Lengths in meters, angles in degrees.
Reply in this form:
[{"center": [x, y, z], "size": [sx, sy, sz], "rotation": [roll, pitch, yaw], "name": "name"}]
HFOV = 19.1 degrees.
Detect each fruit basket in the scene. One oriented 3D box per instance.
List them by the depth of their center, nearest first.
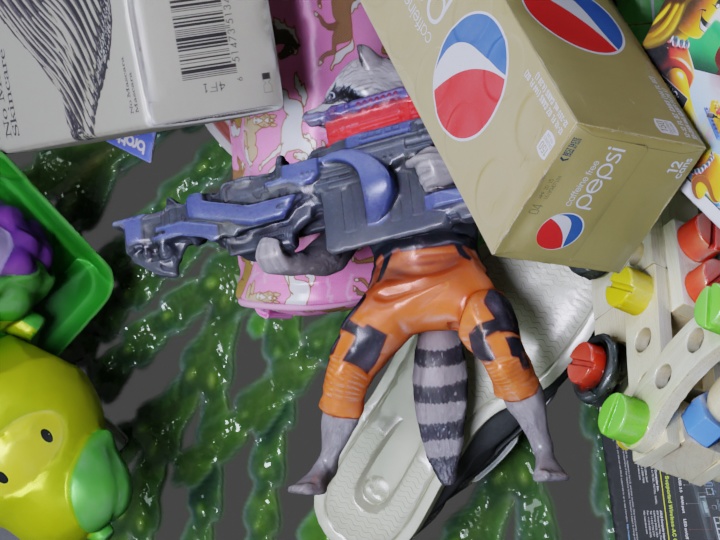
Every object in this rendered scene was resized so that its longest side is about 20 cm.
[{"center": [-0.206, 0.055, 1.063], "size": [0.215, 0.156, 0.216], "rotation": [-15, 52, 19], "name": "fruit basket"}]

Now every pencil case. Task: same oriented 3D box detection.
[{"center": [-0.027, -0.076, 1.006], "size": [0.087, 0.083, 0.201], "rotation": [-170, 73, -73], "name": "pencil case"}]

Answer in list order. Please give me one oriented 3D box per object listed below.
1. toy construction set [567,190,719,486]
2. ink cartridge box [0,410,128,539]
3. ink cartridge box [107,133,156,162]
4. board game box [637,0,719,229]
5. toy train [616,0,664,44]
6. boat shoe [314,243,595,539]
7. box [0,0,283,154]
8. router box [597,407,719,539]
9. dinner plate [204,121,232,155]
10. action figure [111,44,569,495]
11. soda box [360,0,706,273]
[{"center": [0.144, 0.003, 0.853], "size": [0.092, 0.200, 0.131], "rotation": [31, 138, -17], "name": "toy construction set"}, {"center": [-0.249, 0.071, 1.185], "size": [0.144, 0.084, 0.200], "rotation": [-45, 65, -3], "name": "ink cartridge box"}, {"center": [-0.116, -0.168, 1.085], "size": [0.119, 0.042, 0.200], "rotation": [26, 109, 31], "name": "ink cartridge box"}, {"center": [0.176, -0.054, 0.749], "size": [0.200, 0.035, 0.126], "rotation": [51, 125, 44], "name": "board game box"}, {"center": [0.125, -0.160, 0.921], "size": [0.042, 0.056, 0.201], "rotation": [-3, 94, 37], "name": "toy train"}, {"center": [0.055, 0.048, 0.999], "size": [0.072, 0.068, 0.200], "rotation": [43, 107, 16], "name": "boat shoe"}, {"center": [-0.112, -0.100, 0.978], "size": [0.200, 0.068, 0.082], "rotation": [-4, 96, 62], "name": "box"}, {"center": [0.189, 0.130, 0.911], "size": [0.150, 0.062, 0.201], "rotation": [-5, 93, 38], "name": "router box"}, {"center": [-0.017, -0.137, 1.053], "size": [0.200, 0.024, 0.201], "rotation": [6, 100, 37], "name": "dinner plate"}, {"center": [0.000, 0.000, 0.939], "size": [0.199, 0.105, 0.194], "rotation": [-5, 84, 20], "name": "action figure"}, {"center": [0.056, -0.093, 0.842], "size": [0.068, 0.064, 0.200], "rotation": [-59, 40, 34], "name": "soda box"}]
